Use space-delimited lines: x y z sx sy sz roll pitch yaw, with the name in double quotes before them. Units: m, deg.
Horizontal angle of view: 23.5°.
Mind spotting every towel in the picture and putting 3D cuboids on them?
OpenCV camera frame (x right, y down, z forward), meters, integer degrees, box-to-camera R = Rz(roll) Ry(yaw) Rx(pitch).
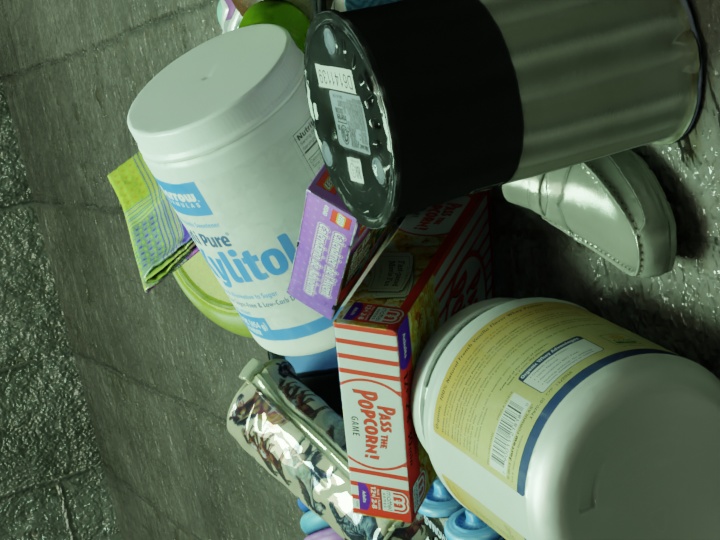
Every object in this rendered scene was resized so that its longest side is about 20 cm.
"towel" -0.117 -0.091 1.365 0.023 0.200 0.144 33 -155 -42

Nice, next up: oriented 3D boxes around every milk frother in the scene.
"milk frother" 0.060 -0.152 0.937 0.181 0.187 0.201 -134 33 -52

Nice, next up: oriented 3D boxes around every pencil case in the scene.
"pencil case" -0.024 0.155 1.394 0.200 0.078 0.090 40 149 26

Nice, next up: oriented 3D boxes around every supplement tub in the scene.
"supplement tub" 0.123 0.098 1.029 0.200 0.143 0.146 -149 46 -64
"supplement tub" -0.060 -0.053 1.200 0.201 0.132 0.132 59 170 -29

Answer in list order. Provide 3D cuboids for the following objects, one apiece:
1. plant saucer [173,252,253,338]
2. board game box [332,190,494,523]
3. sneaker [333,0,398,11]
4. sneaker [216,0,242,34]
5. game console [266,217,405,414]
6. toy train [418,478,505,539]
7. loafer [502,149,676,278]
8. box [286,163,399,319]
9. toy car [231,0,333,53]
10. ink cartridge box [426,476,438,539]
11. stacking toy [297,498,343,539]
"plant saucer" -0.098 -0.043 1.412 0.199 0.031 0.202 6 100 36
"board game box" 0.042 0.049 1.182 0.200 0.046 0.153 -56 -33 -52
"sneaker" 0.024 -0.137 1.252 0.081 0.076 0.202 -107 10 -64
"sneaker" -0.071 -0.237 1.415 0.140 0.077 0.202 -160 55 -68
"game console" -0.005 0.038 1.406 0.118 0.169 0.202 -76 -23 -72
"toy train" 0.114 0.186 1.175 0.200 0.113 0.087 -143 37 -62
"loafer" 0.118 -0.054 1.033 0.200 0.069 0.070 -131 30 -51
"box" 0.024 -0.080 1.106 0.039 0.201 0.137 29 153 8
"toy car" -0.111 -0.254 1.242 0.158 0.198 0.165 96 -170 -48
"ink cartridge box" 0.105 0.236 1.357 0.197 0.043 0.201 112 137 -61
"stacking toy" -0.036 0.192 1.676 0.085 0.085 0.202 131 125 -68
